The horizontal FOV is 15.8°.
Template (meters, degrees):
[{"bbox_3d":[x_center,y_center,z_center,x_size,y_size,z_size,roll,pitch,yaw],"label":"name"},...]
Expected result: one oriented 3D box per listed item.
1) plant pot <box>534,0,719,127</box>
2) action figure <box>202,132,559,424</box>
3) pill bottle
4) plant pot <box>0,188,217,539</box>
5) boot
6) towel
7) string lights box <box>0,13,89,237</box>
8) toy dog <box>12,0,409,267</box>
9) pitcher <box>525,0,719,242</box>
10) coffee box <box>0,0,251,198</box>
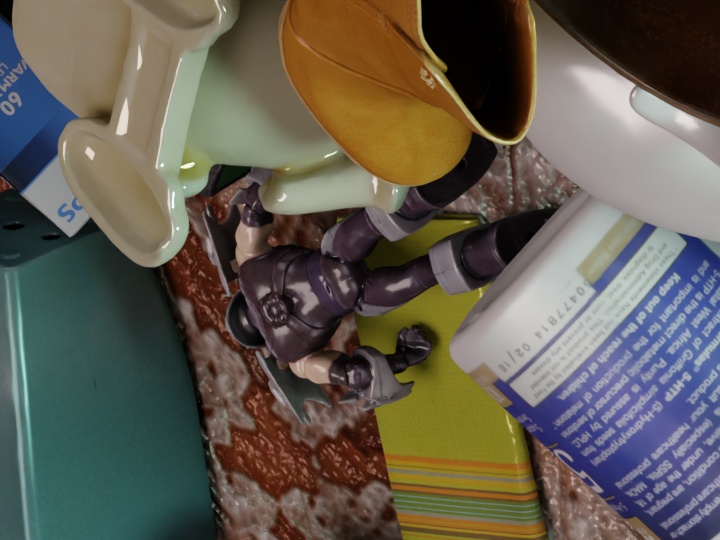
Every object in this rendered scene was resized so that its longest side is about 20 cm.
[{"bbox_3d":[0.155,-0.179,0.872,0.187,0.200,0.187,35,158,16],"label":"plant pot"},{"bbox_3d":[0.000,0.000,1.213,0.200,0.069,0.130,-24,104,46],"label":"action figure"},{"bbox_3d":[0.146,0.057,1.080,0.200,0.120,0.120,43,136,-1],"label":"pill bottle"},{"bbox_3d":[-0.178,0.068,1.386,0.141,0.141,0.201,14,117,37],"label":"plant pot"},{"bbox_3d":[0.023,-0.076,0.940,0.144,0.071,0.202,50,167,48],"label":"boot"},{"bbox_3d":[0.044,0.066,1.266,0.086,0.018,0.201,2,113,36],"label":"towel"},{"bbox_3d":[-0.200,-0.107,1.282,0.200,0.059,0.103,43,178,-11],"label":"string lights box"},{"bbox_3d":[-0.038,-0.095,1.112,0.194,0.199,0.140,28,117,44],"label":"toy dog"},{"bbox_3d":[0.144,-0.057,0.966,0.199,0.172,0.122,32,109,10],"label":"pitcher"},{"bbox_3d":[-0.116,-0.142,1.271,0.200,0.044,0.123,43,136,17],"label":"coffee box"}]
